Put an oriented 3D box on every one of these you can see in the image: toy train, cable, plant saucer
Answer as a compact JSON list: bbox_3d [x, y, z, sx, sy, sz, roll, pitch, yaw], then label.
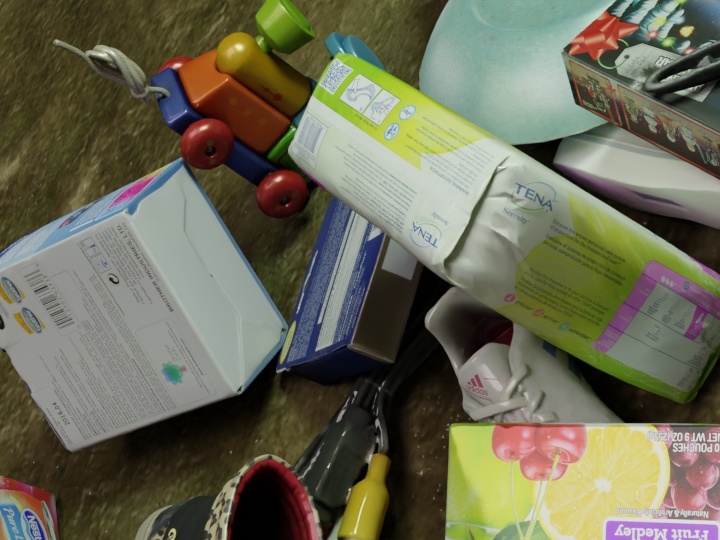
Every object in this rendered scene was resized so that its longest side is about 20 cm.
[{"bbox_3d":[-0.078,-0.127,1.077,0.116,0.199,0.085,-43,43,15],"label":"toy train"},{"bbox_3d":[0.009,0.088,1.003,0.201,0.050,0.097,-61,21,-17],"label":"cable"},{"bbox_3d":[0.114,-0.151,0.945,0.199,0.039,0.202,-20,38,17],"label":"plant saucer"}]

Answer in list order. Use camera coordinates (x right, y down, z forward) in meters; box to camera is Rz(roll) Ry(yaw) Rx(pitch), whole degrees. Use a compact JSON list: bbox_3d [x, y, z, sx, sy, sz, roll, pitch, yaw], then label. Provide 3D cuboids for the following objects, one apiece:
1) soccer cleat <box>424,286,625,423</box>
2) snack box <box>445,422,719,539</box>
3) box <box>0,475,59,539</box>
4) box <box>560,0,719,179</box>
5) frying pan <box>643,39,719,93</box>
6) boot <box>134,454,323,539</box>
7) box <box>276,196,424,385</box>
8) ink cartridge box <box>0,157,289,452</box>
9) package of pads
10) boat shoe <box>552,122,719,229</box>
[{"bbox_3d":[0.091,0.082,0.862,0.070,0.086,0.200,-50,41,14],"label":"soccer cleat"},{"bbox_3d":[0.106,0.170,0.772,0.141,0.053,0.202,-3,79,32],"label":"snack box"},{"bbox_3d":[-0.301,0.231,1.200,0.200,0.095,0.100,-39,44,26],"label":"box"},{"bbox_3d":[0.209,-0.095,0.801,0.137,0.040,0.199,-43,48,-16],"label":"box"},{"bbox_3d":[0.223,-0.134,0.786,0.188,0.031,0.116,-2,47,17],"label":"frying pan"},{"bbox_3d":[-0.075,0.208,0.950,0.150,0.072,0.202,-40,43,52],"label":"boot"},{"bbox_3d":[0.000,0.000,1.006,0.200,0.032,0.122,155,134,-73],"label":"box"},{"bbox_3d":[-0.163,0.030,1.122,0.199,0.137,0.076,-21,16,37],"label":"ink cartridge box"},{"bbox_3d":[0.078,-0.017,0.842,0.069,0.199,0.154,-59,40,6],"label":"package of pads"},{"bbox_3d":[0.180,-0.059,0.866,0.199,0.072,0.069,18,83,59],"label":"boat shoe"}]
